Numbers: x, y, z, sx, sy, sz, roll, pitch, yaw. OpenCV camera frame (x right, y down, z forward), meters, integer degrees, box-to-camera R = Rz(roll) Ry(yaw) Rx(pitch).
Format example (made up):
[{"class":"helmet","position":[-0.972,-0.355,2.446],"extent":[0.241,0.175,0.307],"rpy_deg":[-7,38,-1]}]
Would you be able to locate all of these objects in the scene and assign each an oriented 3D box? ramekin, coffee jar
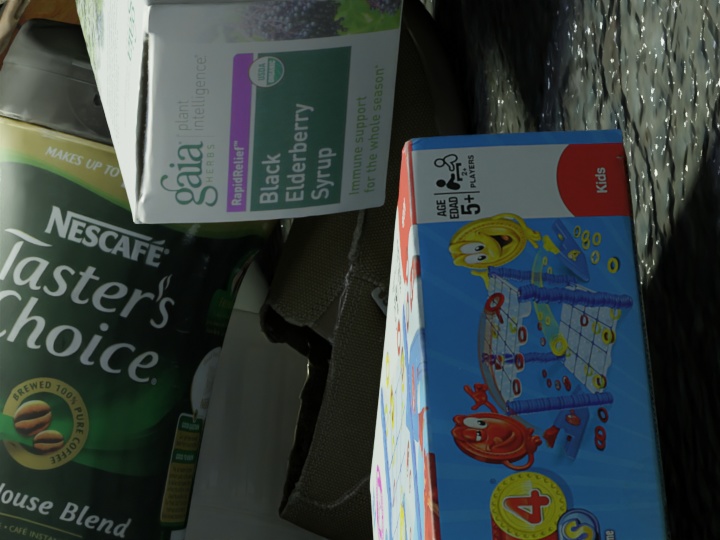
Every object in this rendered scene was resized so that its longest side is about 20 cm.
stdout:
[{"class":"ramekin","position":[-0.081,0.068,1.124],"extent":[0.202,0.202,0.095],"rpy_deg":[139,140,-77]},{"class":"coffee jar","position":[-0.092,0.021,0.975],"extent":[0.085,0.104,0.201],"rpy_deg":[20,-95,-82]}]

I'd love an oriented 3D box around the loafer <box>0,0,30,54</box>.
[{"class":"loafer","position":[-0.126,-0.098,0.924],"extent":[0.200,0.072,0.063],"rpy_deg":[143,136,-84]}]

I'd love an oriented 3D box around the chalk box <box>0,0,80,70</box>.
[{"class":"chalk box","position":[-0.106,-0.093,1.125],"extent":[0.124,0.200,0.124],"rpy_deg":[-49,4,-11]}]

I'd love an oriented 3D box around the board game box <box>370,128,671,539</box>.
[{"class":"board game box","position":[0.039,0.099,0.753],"extent":[0.200,0.056,0.196],"rpy_deg":[94,174,-59]}]

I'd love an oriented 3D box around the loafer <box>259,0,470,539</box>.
[{"class":"loafer","position":[0.000,0.000,0.993],"extent":[0.076,0.067,0.201],"rpy_deg":[142,125,-77]}]

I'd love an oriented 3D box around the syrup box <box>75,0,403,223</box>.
[{"class":"syrup box","position":[-0.047,-0.103,0.926],"extent":[0.200,0.081,0.079],"rpy_deg":[-111,21,-51]}]

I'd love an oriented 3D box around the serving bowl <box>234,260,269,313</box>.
[{"class":"serving bowl","position":[-0.084,0.079,1.394],"extent":[0.200,0.066,0.201],"rpy_deg":[-160,90,-84]}]
